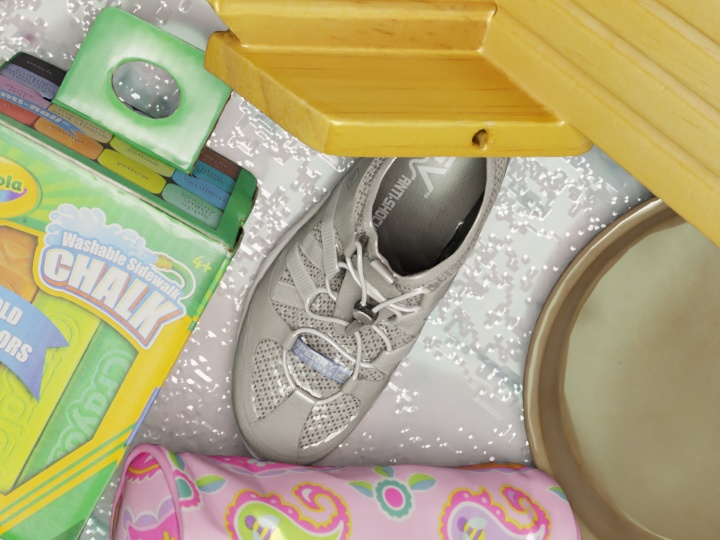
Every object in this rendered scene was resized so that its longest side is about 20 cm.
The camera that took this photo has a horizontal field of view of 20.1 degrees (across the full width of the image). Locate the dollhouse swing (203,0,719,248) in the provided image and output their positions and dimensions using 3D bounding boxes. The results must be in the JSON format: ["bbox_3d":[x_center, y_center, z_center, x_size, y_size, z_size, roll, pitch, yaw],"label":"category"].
[{"bbox_3d":[0.059,-0.111,0.697,0.181,0.176,0.201,-2,127,-24],"label":"dollhouse swing"}]

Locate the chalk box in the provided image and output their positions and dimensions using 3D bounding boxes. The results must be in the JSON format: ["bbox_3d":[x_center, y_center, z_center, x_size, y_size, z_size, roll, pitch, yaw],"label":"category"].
[{"bbox_3d":[-0.123,-0.007,0.839,0.125,0.124,0.200,27,105,-5],"label":"chalk box"}]

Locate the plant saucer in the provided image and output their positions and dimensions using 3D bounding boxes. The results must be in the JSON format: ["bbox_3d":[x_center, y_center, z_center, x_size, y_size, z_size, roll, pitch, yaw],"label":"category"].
[{"bbox_3d":[0.171,0.052,0.892,0.199,0.029,0.201,1,105,3],"label":"plant saucer"}]

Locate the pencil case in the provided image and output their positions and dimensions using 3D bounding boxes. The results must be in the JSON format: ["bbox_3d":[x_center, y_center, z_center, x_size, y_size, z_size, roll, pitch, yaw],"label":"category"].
[{"bbox_3d":[-0.008,0.119,0.852,0.199,0.087,0.088,5,107,-28],"label":"pencil case"}]

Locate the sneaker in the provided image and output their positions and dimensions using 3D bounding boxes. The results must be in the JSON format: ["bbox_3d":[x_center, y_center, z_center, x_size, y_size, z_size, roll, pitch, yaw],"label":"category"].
[{"bbox_3d":[0.000,0.000,0.857,0.075,0.082,0.200,26,105,-5],"label":"sneaker"}]
